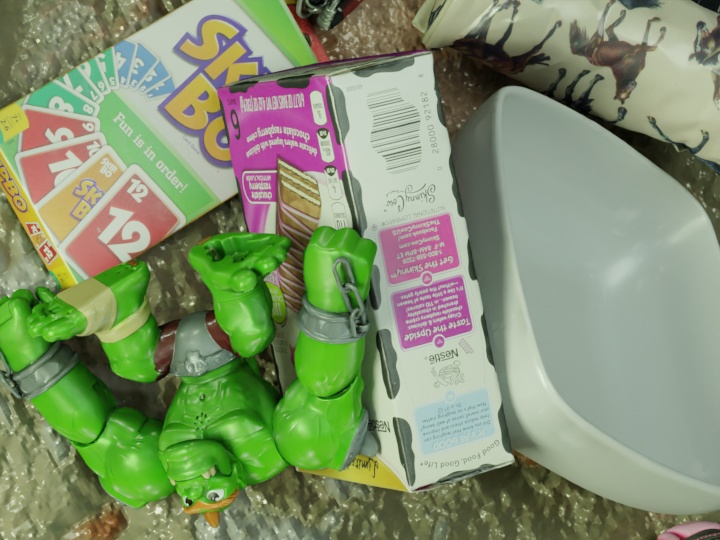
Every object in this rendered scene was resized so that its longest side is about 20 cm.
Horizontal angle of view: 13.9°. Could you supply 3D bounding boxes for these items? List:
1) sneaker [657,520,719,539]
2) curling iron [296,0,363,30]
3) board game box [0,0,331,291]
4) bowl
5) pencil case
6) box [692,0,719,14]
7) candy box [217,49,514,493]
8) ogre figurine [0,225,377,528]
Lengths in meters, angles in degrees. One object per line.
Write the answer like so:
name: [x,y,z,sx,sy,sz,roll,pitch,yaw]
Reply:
sneaker: [0.150,0.195,1.517,0.200,0.095,0.079,-42,103,-28]
curling iron: [0.032,-0.188,1.557,0.026,0.050,0.200,36,52,13]
board game box: [-0.091,-0.076,1.474,0.200,0.030,0.096,-34,98,-33]
bowl: [0.110,0.025,1.499,0.200,0.075,0.200,28,44,-43]
pencil case: [0.130,-0.114,1.547,0.199,0.090,0.078,24,51,-4]
box: [0.205,-0.204,1.640,0.141,0.079,0.200,35,64,-17]
candy box: [0.000,0.000,1.426,0.061,0.136,0.201,-15,97,-24]
ogre figurine: [-0.072,0.049,1.383,0.199,0.098,0.120,-20,112,6]
